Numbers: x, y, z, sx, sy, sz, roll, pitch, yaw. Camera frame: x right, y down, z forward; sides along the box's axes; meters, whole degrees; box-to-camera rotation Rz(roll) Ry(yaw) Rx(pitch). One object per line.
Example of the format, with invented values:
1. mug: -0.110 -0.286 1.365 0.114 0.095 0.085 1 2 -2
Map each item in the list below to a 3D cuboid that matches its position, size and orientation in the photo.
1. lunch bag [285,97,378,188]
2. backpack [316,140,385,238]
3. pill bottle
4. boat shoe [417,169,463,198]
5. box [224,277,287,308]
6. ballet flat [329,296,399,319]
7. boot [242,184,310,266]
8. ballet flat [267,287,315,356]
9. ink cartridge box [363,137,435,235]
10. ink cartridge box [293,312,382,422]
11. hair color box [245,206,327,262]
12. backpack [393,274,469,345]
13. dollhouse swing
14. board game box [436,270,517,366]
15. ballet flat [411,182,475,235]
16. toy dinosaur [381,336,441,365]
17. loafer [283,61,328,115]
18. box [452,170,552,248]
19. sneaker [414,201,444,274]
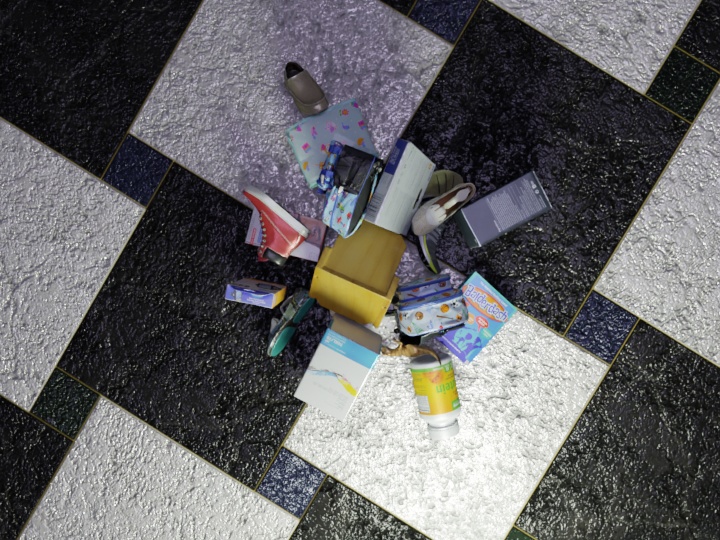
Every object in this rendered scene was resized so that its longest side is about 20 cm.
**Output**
1. lunch bag: -0.075 -0.320 1.349 0.198 0.122 0.172 -23 91 -4
2. backpack: -0.034 -0.184 1.224 0.133 0.183 0.202 21 102 1
3. pill bottle: 0.198 0.325 1.356 0.110 0.111 0.202 -12 91 2
4. boat shoe: 0.170 -0.225 1.363 0.198 0.068 0.076 -9 109 -21
5. box: -0.261 0.056 1.320 0.118 0.200 0.042 11 97 1
6. ballet flat: 0.015 0.095 1.384 0.198 0.057 0.067 -6 91 2
7. boot: -0.246 -0.108 1.322 0.200 0.072 0.145 41 92 -2
8. ballet flat: -0.197 0.132 1.395 0.074 0.074 0.201 36 90 1
9. ink cartridge box: 0.098 -0.191 1.247 0.043 0.200 0.198 25 96 23
10. ink cartridge box: -0.053 0.241 1.328 0.145 0.147 0.201 27 102 -1
11. hair color box: -0.192 -0.099 1.384 0.198 0.064 0.112 14 90 0
12. backpack: 0.172 0.090 1.263 0.198 0.191 0.155 -20 98 -3
13. dollhouse swing: 0.000 0.000 1.335 0.198 0.182 0.177 23 51 2
14. board game box: 0.290 0.125 1.383 0.152 0.045 0.200 41 91 1
15. ballet flat: 0.210 -0.163 1.323 0.200 0.062 0.068 -40 98 -14
16. toy dinosaur: 0.146 0.200 1.361 0.199 0.060 0.107 -5 60 39
17. loafer: -0.148 -0.463 1.326 0.075 0.068 0.200 -33 55 -9
18. box: 0.352 -0.150 1.325 0.199 0.148 0.108 -29 90 1
19. sneaker: 0.186 -0.090 1.371 0.080 0.074 0.202 -14 93 -2
